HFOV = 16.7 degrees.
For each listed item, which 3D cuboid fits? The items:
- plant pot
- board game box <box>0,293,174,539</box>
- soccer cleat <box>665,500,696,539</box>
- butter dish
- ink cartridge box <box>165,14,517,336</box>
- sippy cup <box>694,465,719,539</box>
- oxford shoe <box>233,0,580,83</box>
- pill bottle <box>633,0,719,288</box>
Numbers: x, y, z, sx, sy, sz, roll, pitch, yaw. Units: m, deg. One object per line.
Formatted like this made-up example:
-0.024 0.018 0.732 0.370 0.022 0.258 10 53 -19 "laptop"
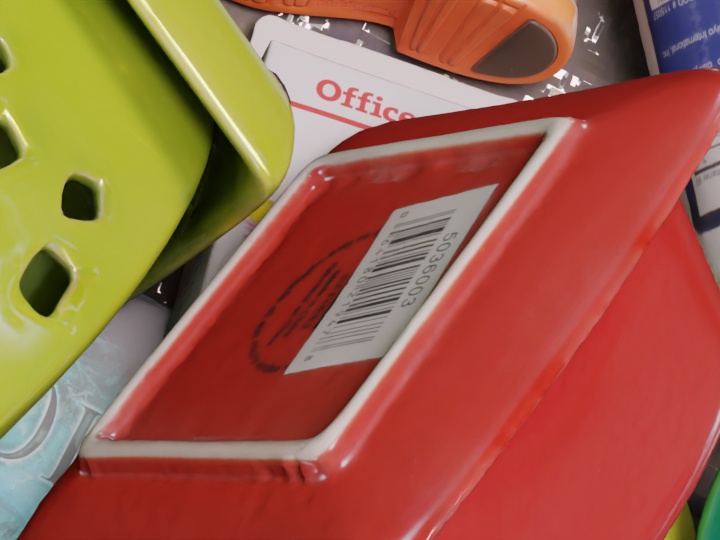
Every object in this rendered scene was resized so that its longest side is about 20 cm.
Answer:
-0.146 -0.041 0.755 0.181 0.200 0.199 -38 93 -25 "plant pot"
-0.115 0.063 0.861 0.199 0.028 0.136 27 77 -4 "board game box"
0.091 0.100 0.839 0.084 0.065 0.201 41 33 -21 "soccer cleat"
0.030 0.056 0.723 0.148 0.199 0.200 50 61 -22 "butter dish"
0.000 0.000 0.850 0.114 0.068 0.201 18 66 -10 "ink cartridge box"
0.191 0.103 0.756 0.130 0.139 0.179 16 72 -27 "sippy cup"
-0.010 -0.136 0.903 0.199 0.071 0.073 23 59 -11 "oxford shoe"
0.165 -0.053 0.885 0.110 0.111 0.201 -10 82 -11 "pill bottle"
